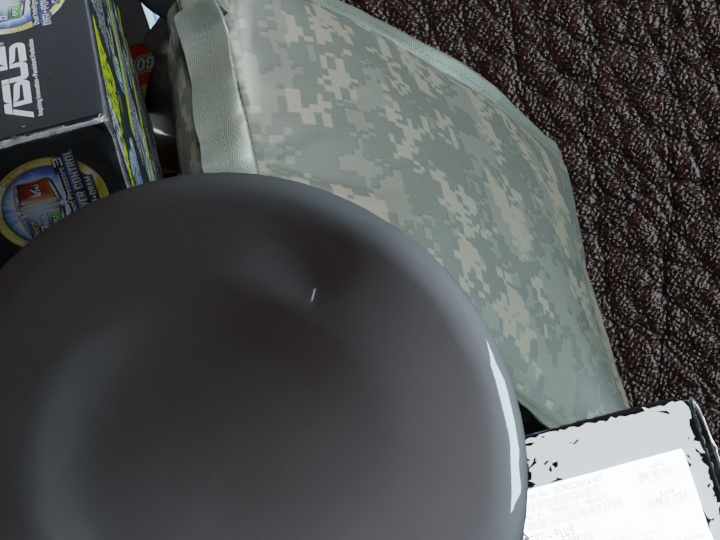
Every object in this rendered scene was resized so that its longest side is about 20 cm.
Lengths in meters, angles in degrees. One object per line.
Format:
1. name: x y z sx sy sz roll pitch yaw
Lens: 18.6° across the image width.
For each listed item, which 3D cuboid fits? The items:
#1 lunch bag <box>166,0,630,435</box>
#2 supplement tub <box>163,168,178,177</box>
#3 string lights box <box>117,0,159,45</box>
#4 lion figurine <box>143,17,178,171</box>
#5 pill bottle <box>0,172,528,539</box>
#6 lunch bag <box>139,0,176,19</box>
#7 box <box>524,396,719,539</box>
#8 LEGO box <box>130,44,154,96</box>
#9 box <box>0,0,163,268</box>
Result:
1. lunch bag: 0.000 0.000 0.789 0.200 0.117 0.165 35 34 -47
2. supplement tub: -0.076 -0.094 1.427 0.145 0.145 0.201 -115 -170 -80
3. string lights box: -0.076 -0.183 1.037 0.200 0.059 0.103 -37 119 -51
4. lion figurine: -0.044 -0.056 0.960 0.199 0.073 0.123 28 -13 16
5. pill bottle: -0.024 0.055 0.488 0.200 0.113 0.114 85 -9 -78
6. lunch bag: -0.056 -0.198 0.836 0.200 0.160 0.083 49 -19 31
7. box: 0.033 0.138 0.774 0.164 0.199 0.086 78 -3 -60
8. LEGO box: -0.122 -0.171 1.183 0.200 0.077 0.150 -109 -176 -69
9. box: -0.090 -0.039 0.688 0.200 0.044 0.161 -107 -178 -48
